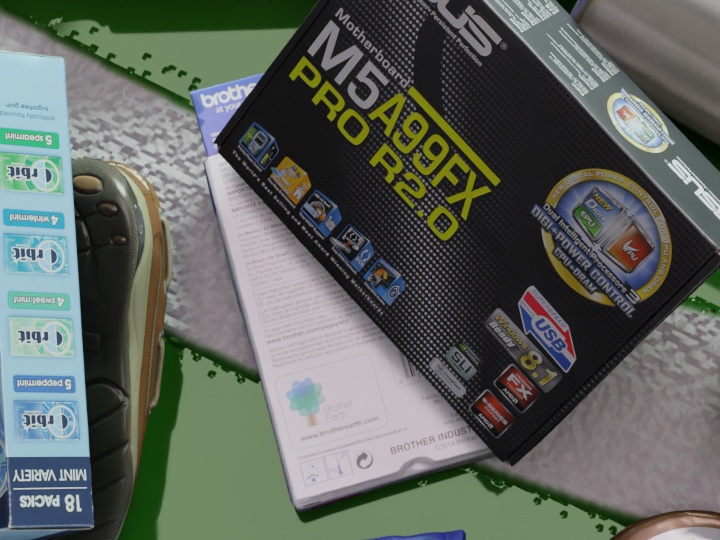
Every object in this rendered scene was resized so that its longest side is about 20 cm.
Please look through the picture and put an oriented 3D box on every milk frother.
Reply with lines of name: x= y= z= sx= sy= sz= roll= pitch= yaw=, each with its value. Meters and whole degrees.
milk frother: x=0.165 y=-0.052 z=0.974 sx=0.187 sy=0.181 sz=0.201 roll=31 pitch=68 yaw=3

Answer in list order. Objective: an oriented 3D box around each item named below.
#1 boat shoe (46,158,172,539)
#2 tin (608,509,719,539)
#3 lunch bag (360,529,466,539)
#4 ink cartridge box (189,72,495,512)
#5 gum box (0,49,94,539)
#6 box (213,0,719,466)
boat shoe: x=-0.120 y=0.048 z=1.014 sx=0.075 sy=0.074 sz=0.201 roll=15 pitch=101 yaw=15
tin: x=0.173 y=0.201 z=1.003 sx=0.112 sy=0.042 sz=0.201 roll=-28 pitch=80 yaw=-9
lunch bag: x=-0.026 y=0.217 z=0.963 sx=0.169 sy=0.128 sz=0.201 roll=-6 pitch=68 yaw=4
ink cartridge box: x=0.000 y=0.000 z=1.043 sx=0.119 sy=0.042 sz=0.201 roll=-15 pitch=82 yaw=-4
gum box: x=-0.182 y=0.024 z=0.980 sx=0.044 sy=0.170 sz=0.201 roll=3 pitch=77 yaw=-37
box: x=0.049 y=-0.038 z=0.958 sx=0.200 sy=0.160 sz=0.044 roll=48 pitch=40 yaw=7
